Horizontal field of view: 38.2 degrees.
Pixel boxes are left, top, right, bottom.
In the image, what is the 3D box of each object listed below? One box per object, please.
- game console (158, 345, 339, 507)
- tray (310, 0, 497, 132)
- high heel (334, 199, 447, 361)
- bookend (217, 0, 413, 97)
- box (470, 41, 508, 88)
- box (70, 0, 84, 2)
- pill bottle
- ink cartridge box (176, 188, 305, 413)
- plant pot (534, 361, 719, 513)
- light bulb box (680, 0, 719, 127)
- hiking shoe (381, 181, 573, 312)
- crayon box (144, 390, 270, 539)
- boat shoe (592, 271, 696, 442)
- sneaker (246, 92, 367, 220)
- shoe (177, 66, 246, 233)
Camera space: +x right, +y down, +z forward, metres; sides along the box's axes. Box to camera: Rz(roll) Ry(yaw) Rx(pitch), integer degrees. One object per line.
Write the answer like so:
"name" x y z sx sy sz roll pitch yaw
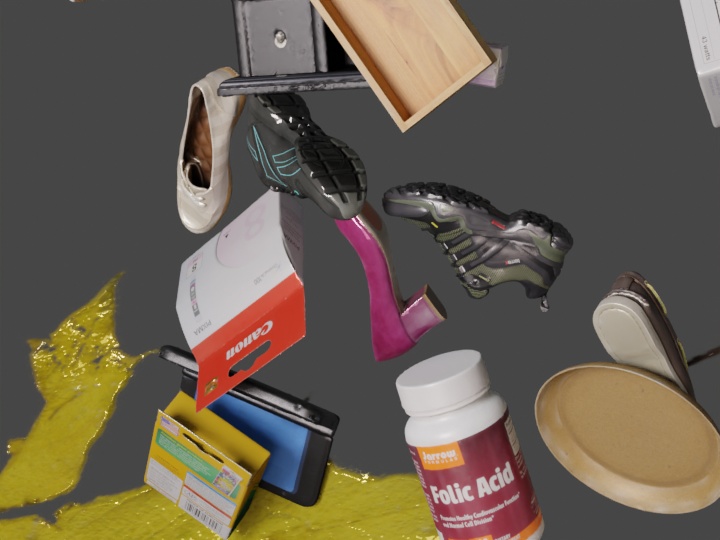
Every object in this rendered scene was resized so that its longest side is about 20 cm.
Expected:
"game console" -0.135 0.180 1.172 0.197 0.176 0.118 20 82 12
"tray" 0.020 -0.232 0.893 0.098 0.037 0.201 -35 92 23
"high heel" 0.000 0.000 1.099 0.095 0.068 0.201 -35 103 19
"bookend" -0.038 -0.273 0.972 0.195 0.092 0.204 1 105 19
"box" 0.047 -0.218 1.032 0.197 0.041 0.039 13 108 16
"box" -0.238 -0.381 1.024 0.106 0.152 0.201 39 114 6
"pill bottle" 0.112 0.194 1.085 0.113 0.114 0.203 -16 100 22
"ink cartridge box" -0.127 0.025 1.082 0.162 0.201 0.057 -36 120 24
"plant pot" 0.269 0.162 1.030 0.198 0.028 0.202 23 140 21
"light bulb box" 0.355 -0.250 0.831 0.197 0.124 0.202 -14 73 22
"hiking shoe" 0.108 -0.023 1.046 0.197 0.076 0.102 19 107 12
"crayon box" -0.174 0.218 1.177 0.125 0.052 0.201 33 145 6
"boat shoe" 0.288 0.094 1.018 0.071 0.060 0.202 -8 122 41
"sneaker" -0.058 -0.108 1.060 0.201 0.074 0.080 53 133 36
"shoe" -0.171 -0.122 1.112 0.069 0.053 0.202 30 126 18
